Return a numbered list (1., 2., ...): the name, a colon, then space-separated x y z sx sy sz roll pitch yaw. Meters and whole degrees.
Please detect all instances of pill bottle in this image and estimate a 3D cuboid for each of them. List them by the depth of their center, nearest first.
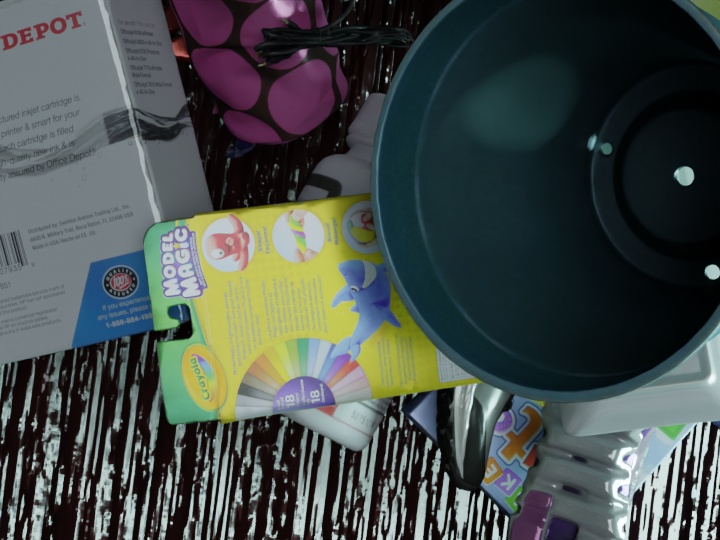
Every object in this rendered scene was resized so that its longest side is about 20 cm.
1. pill bottle: 0.000 0.000 0.807 0.113 0.114 0.201 30 86 -7

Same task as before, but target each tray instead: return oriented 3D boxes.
1. tray: 0.162 -0.006 0.771 0.106 0.022 0.202 -8 72 6

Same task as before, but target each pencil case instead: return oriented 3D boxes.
1. pencil case: -0.078 -0.167 0.762 0.093 0.201 0.091 13 52 31

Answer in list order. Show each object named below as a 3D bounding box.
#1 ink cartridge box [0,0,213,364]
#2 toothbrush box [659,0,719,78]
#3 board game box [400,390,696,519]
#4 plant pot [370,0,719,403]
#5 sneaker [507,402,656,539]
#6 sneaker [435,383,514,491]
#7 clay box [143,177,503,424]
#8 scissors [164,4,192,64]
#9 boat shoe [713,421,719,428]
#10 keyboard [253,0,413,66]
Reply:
1. ink cartridge box: -0.175 -0.058 0.768 0.144 0.084 0.202 -12 94 19
2. toothbrush box: 0.201 -0.182 0.779 0.199 0.086 0.147 15 87 21
3. board game box: 0.149 0.076 0.868 0.151 0.037 0.200 45 84 -6
4. plant pot: 0.138 -0.045 0.658 0.199 0.187 0.202 3 95 35
5. sneaker: 0.151 0.100 0.806 0.080 0.088 0.201 19 89 17
6. sneaker: 0.096 0.042 0.806 0.079 0.074 0.202 17 80 -1
7. clay box: -0.018 0.017 0.722 0.198 0.048 0.116 -7 91 -10
8. scissors: -0.146 -0.136 0.836 0.199 0.014 0.073 -34 94 -8
9. boat shoe: 0.224 0.023 0.826 0.072 0.072 0.201 -32 93 -9
10. keyboard: 0.003 -0.172 0.725 0.199 0.021 0.128 -9 135 -27
